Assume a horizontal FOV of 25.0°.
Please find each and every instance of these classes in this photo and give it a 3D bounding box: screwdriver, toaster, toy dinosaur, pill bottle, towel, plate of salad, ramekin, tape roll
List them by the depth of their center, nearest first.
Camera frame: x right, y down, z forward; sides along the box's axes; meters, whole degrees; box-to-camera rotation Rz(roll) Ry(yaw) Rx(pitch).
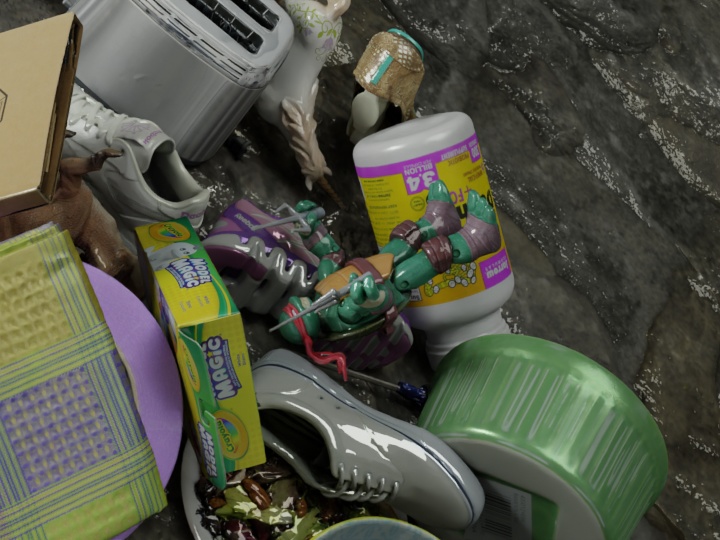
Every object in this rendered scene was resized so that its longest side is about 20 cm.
[{"bbox_3d":[-0.210,0.081,0.994,0.143,0.023,0.202,-25,95,-26],"label":"towel"},{"bbox_3d":[-0.216,0.091,1.038,0.198,0.066,0.202,3,84,-25],"label":"tape roll"},{"bbox_3d":[-0.242,-0.033,1.166,0.198,0.137,0.086,9,10,-8],"label":"toy dinosaur"},{"bbox_3d":[-0.040,0.169,1.199,0.199,0.048,0.202,21,49,-27],"label":"plate of salad"},{"bbox_3d":[0.125,0.155,1.241,0.200,0.200,0.098,41,50,-7],"label":"ramekin"},{"bbox_3d":[-0.143,-0.179,1.311,0.200,0.129,0.114,40,44,-9],"label":"toaster"},{"bbox_3d":[0.019,0.088,1.318,0.199,0.028,0.029,26,75,-28],"label":"screwdriver"},{"bbox_3d":[0.067,-0.022,1.347,0.104,0.104,0.202,-30,108,-47],"label":"pill bottle"}]

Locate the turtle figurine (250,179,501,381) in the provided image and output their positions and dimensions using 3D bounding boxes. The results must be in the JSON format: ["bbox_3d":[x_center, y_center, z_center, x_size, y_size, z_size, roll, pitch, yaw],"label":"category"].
[{"bbox_3d":[0.000,0.000,1.211,0.199,0.101,0.150,-27,40,-20],"label":"turtle figurine"}]

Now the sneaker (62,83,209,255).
[{"bbox_3d":[-0.191,-0.101,1.236,0.200,0.100,0.075,45,44,-1],"label":"sneaker"}]

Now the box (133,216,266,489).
[{"bbox_3d":[-0.110,0.053,1.109,0.048,0.118,0.200,-13,27,-10],"label":"box"}]

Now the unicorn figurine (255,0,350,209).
[{"bbox_3d":[-0.059,-0.167,1.383,0.073,0.201,0.137,-13,41,-38],"label":"unicorn figurine"}]

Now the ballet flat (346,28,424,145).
[{"bbox_3d":[0.013,-0.141,1.402,0.070,0.200,0.065,35,75,11],"label":"ballet flat"}]

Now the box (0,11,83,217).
[{"bbox_3d":[-0.286,-0.089,1.094,0.021,0.198,0.165,57,26,-47],"label":"box"}]

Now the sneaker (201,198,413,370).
[{"bbox_3d":[-0.042,0.006,1.300,0.199,0.081,0.089,28,38,-19],"label":"sneaker"}]

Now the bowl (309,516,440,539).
[{"bbox_3d":[-0.004,0.278,1.096,0.199,0.108,0.202,16,58,-28],"label":"bowl"}]

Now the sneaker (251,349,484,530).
[{"bbox_3d":[-0.005,0.139,1.175,0.199,0.073,0.071,31,42,0],"label":"sneaker"}]
